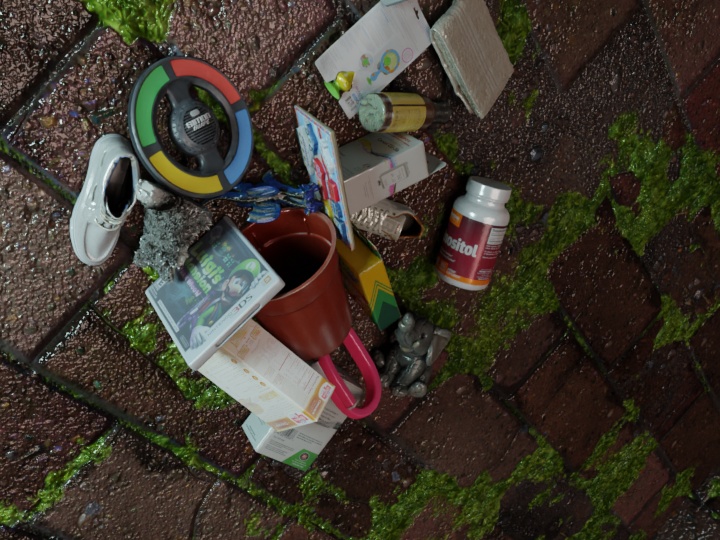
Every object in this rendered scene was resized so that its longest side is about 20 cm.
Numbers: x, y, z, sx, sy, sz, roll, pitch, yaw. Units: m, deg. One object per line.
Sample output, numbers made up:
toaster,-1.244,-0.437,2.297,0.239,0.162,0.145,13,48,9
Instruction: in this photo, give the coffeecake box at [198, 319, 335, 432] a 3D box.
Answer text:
coffeecake box,-0.165,0.177,1.151,0.200,0.153,0.073,41,55,-14

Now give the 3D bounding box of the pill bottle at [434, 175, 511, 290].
pill bottle,0.221,-0.074,1.330,0.112,0.113,0.203,2,113,-32

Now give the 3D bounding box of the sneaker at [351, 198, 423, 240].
sneaker,0.030,-0.100,1.218,0.198,0.085,0.074,8,112,-31

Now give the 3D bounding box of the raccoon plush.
raccoon plush,-0.306,-0.059,0.999,0.135,0.096,0.200,-58,160,2

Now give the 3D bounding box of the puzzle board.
puzzle board,-0.061,-0.147,1.093,0.017,0.151,0.202,-21,124,-17

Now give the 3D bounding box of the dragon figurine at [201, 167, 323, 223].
dragon figurine,-0.159,-0.113,1.083,0.197,0.099,0.060,-12,121,-23

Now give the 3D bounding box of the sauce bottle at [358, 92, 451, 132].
sauce bottle,0.081,-0.264,1.149,0.199,0.064,0.066,-12,123,-47

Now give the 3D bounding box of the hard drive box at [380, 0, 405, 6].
hard drive box,0.036,-0.453,0.935,0.156,0.200,0.077,41,91,-22

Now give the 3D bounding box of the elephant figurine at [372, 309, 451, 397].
elephant figurine,0.110,0.142,1.358,0.139,0.156,0.202,12,119,-12

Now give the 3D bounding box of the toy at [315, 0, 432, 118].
toy,0.018,-0.354,1.096,0.200,0.047,0.115,-46,131,-10

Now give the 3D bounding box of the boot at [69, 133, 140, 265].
boot,-0.363,-0.087,0.975,0.073,0.096,0.203,4,112,-32

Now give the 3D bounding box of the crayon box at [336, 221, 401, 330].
crayon box,0.000,0.000,1.200,0.050,0.127,0.201,-33,139,-11

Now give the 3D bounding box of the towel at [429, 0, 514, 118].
towel,0.195,-0.375,1.183,0.133,0.034,0.201,-55,132,-21

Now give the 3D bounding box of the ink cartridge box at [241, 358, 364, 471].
ink cartridge box,-0.109,0.268,1.328,0.146,0.083,0.201,36,93,-39

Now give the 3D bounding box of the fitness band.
fitness band,-0.026,0.179,1.283,0.037,0.144,0.202,-24,102,30

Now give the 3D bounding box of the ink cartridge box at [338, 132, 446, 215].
ink cartridge box,0.033,-0.181,1.155,0.198,0.116,0.068,-28,127,-17

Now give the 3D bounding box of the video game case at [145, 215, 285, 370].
video game case,-0.228,0.027,1.052,0.182,0.200,0.023,-43,138,-3

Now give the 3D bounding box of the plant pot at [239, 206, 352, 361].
plant pot,-0.107,0.035,1.149,0.199,0.201,0.196,-33,136,-12

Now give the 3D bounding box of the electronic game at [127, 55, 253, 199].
electronic game,-0.236,-0.203,0.976,0.198,0.041,0.203,5,83,-43
